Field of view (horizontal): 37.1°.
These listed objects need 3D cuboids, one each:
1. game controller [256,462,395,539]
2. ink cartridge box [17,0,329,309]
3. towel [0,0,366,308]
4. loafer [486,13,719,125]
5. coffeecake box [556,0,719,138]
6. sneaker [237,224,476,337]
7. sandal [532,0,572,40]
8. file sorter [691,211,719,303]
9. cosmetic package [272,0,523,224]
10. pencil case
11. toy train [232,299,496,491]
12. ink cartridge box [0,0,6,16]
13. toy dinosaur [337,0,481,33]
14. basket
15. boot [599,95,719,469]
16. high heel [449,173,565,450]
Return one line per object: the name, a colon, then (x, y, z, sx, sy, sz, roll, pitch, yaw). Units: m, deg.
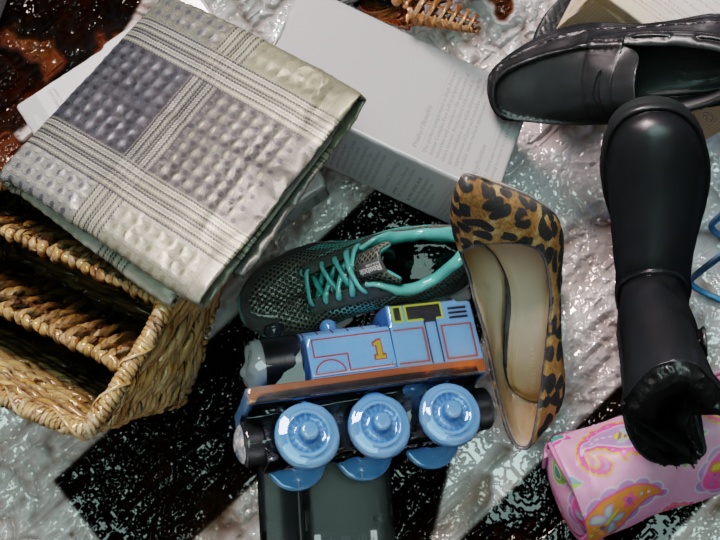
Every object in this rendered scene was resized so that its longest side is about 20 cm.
game controller: (-0.023, 0.214, 0.804, 0.102, 0.042, 0.204, -1, 80, -14)
ink cartridge box: (-0.148, -0.096, 0.856, 0.172, 0.044, 0.202, -34, 81, -3)
towel: (-0.121, -0.085, 0.740, 0.198, 0.035, 0.194, 30, 70, 23)
loafer: (0.184, -0.137, 0.749, 0.197, 0.071, 0.069, -7, 118, 17)
coffeecake box: (0.267, -0.235, 0.830, 0.152, 0.073, 0.202, 32, 73, -7)
sneaker: (0.000, 0.000, 0.810, 0.196, 0.091, 0.079, -15, 78, -2)
sandal: (0.195, -0.213, 0.873, 0.075, 0.048, 0.202, 32, 68, -2)
file sorter: (0.342, -0.064, 0.793, 0.121, 0.139, 0.203, 24, 81, 6)
cosmetic package: (0.022, -0.122, 0.821, 0.197, 0.074, 0.103, 25, 66, -2)
pencil case: (0.234, 0.129, 0.788, 0.197, 0.088, 0.089, -22, 80, -3)
toy train: (0.001, 0.088, 0.776, 0.196, 0.087, 0.116, -6, 66, -16)
ink cartridge box: (-0.407, -0.189, 0.878, 0.196, 0.041, 0.204, 14, 80, 4)
toy dinosaur: (0.034, -0.234, 0.843, 0.135, 0.102, 0.201, -33, 70, -9)
basket: (-0.212, 0.009, 0.752, 0.197, 0.149, 0.145, 23, 99, 17)
boot: (0.205, 0.010, 0.716, 0.075, 0.203, 0.170, -3, 38, 8)
high heel: (0.103, 0.032, 0.744, 0.070, 0.200, 0.145, -2, 63, 27)
